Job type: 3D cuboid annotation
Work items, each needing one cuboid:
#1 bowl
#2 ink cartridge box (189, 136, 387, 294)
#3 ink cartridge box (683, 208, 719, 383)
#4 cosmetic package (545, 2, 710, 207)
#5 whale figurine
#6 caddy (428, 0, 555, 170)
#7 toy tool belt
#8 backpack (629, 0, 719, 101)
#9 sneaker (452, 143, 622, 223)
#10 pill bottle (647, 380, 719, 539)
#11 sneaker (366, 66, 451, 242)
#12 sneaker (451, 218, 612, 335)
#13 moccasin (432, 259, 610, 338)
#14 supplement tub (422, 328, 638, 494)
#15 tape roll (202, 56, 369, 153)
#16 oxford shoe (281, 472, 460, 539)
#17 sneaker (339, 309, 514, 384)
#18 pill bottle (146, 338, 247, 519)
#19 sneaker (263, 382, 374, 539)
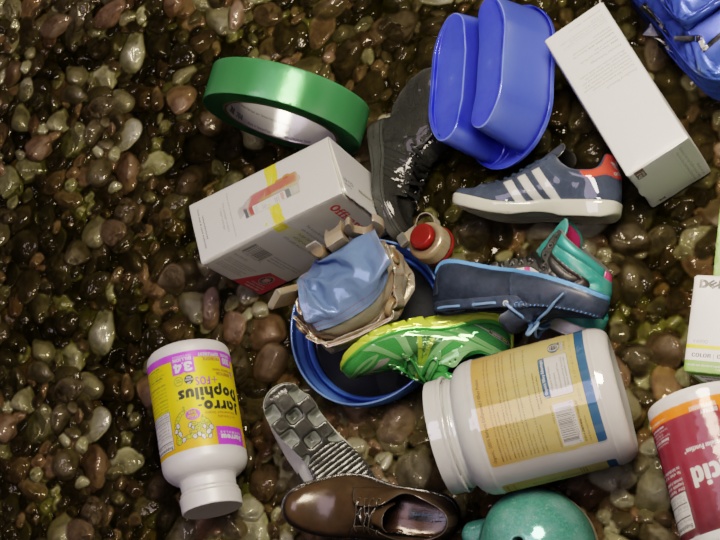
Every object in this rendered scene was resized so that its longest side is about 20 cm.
[{"bbox_3d":[0.012,0.063,1.627,0.199,0.039,0.202,-8,72,25],"label":"bowl"},{"bbox_3d":[-0.081,-0.062,1.652,0.199,0.145,0.084,-24,64,18],"label":"ink cartridge box"},{"bbox_3d":[0.420,0.018,1.411,0.147,0.076,0.201,3,78,28],"label":"ink cartridge box"},{"bbox_3d":[0.294,-0.181,1.517,0.081,0.113,0.201,-34,64,14],"label":"cosmetic package"},{"bbox_3d":[0.157,0.319,1.437,0.200,0.104,0.159,-49,60,3],"label":"whale figurine"},{"bbox_3d":[0.160,-0.219,1.599,0.141,0.105,0.201,-14,66,53],"label":"caddy"},{"bbox_3d":[0.000,0.000,1.547,0.200,0.123,0.125,-39,51,15],"label":"toy tool belt"},{"bbox_3d":[0.382,-0.285,1.474,0.162,0.168,0.201,-38,65,19],"label":"backpack"},{"bbox_3d":[0.201,-0.100,1.557,0.199,0.075,0.085,3,83,24],"label":"sneaker"},{"bbox_3d":[0.362,0.219,1.357,0.114,0.114,0.201,-20,67,20],"label":"pill bottle"},{"bbox_3d":[0.065,-0.139,1.647,0.104,0.060,0.201,-21,59,23],"label":"sneaker"},{"bbox_3d":[0.194,-0.005,1.527,0.199,0.084,0.121,23,91,23],"label":"sneaker"},{"bbox_3d":[0.169,0.037,1.462,0.199,0.080,0.069,9,80,36],"label":"moccasin"},{"bbox_3d":[0.177,0.151,1.441,0.199,0.145,0.146,-16,68,12],"label":"supplement tub"},{"bbox_3d":[-0.089,-0.197,1.665,0.199,0.200,0.048,10,79,29],"label":"tape roll"},{"bbox_3d":[0.008,0.261,1.507,0.199,0.084,0.073,0,85,7],"label":"oxford shoe"},{"bbox_3d":[0.073,0.095,1.523,0.199,0.074,0.084,-11,76,7],"label":"sneaker"},{"bbox_3d":[-0.193,0.191,1.655,0.104,0.104,0.201,-21,67,20],"label":"pill bottle"},{"bbox_3d":[-0.043,0.221,1.598,0.074,0.089,0.201,-31,84,-12],"label":"sneaker"}]
